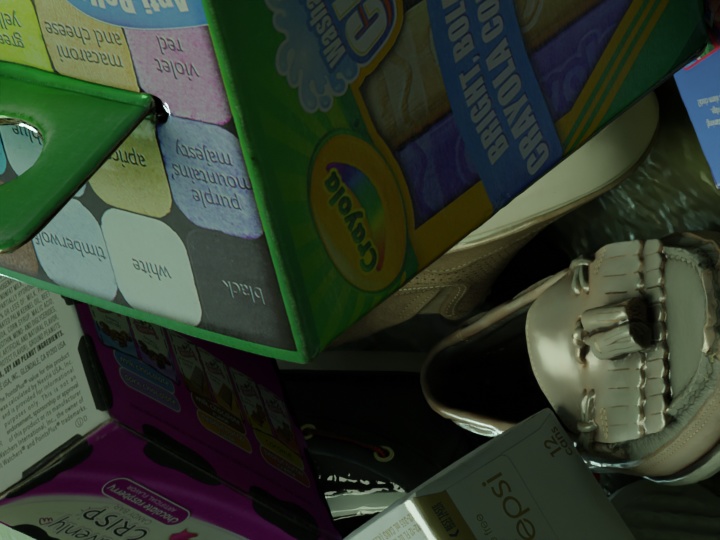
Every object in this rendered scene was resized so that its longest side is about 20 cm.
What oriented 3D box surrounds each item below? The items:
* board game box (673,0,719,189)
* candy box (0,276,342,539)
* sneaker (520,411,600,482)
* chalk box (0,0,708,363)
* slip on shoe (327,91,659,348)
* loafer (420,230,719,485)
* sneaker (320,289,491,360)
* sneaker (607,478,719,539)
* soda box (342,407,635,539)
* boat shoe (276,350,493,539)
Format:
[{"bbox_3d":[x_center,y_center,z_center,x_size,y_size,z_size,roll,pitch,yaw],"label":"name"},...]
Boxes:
[{"bbox_3d":[0.116,-0.094,0.628,0.135,0.045,0.200,68,162,-6],"label":"board game box"},{"bbox_3d":[-0.092,0.006,0.944,0.136,0.061,0.201,35,-152,-51],"label":"candy box"},{"bbox_3d":[0.080,0.150,0.982,0.112,0.071,0.201,20,103,22],"label":"sneaker"},{"bbox_3d":[-0.032,-0.068,0.642,0.124,0.200,0.125,15,129,41],"label":"chalk box"},{"bbox_3d":[0.025,-0.016,0.890,0.199,0.076,0.061,-20,122,42],"label":"slip on shoe"},{"bbox_3d":[0.070,0.030,0.859,0.200,0.062,0.072,144,130,-73],"label":"loafer"},{"bbox_3d":[-0.001,0.000,1.041,0.069,0.100,0.200,27,136,-9],"label":"sneaker"},{"bbox_3d":[0.117,0.165,0.921,0.202,0.072,0.114,66,165,1],"label":"sneaker"},{"bbox_3d":[0.011,0.117,0.897,0.068,0.063,0.200,57,145,6],"label":"soda box"},{"bbox_3d":[-0.047,0.073,1.012,0.200,0.063,0.074,-5,130,31],"label":"boat shoe"}]
